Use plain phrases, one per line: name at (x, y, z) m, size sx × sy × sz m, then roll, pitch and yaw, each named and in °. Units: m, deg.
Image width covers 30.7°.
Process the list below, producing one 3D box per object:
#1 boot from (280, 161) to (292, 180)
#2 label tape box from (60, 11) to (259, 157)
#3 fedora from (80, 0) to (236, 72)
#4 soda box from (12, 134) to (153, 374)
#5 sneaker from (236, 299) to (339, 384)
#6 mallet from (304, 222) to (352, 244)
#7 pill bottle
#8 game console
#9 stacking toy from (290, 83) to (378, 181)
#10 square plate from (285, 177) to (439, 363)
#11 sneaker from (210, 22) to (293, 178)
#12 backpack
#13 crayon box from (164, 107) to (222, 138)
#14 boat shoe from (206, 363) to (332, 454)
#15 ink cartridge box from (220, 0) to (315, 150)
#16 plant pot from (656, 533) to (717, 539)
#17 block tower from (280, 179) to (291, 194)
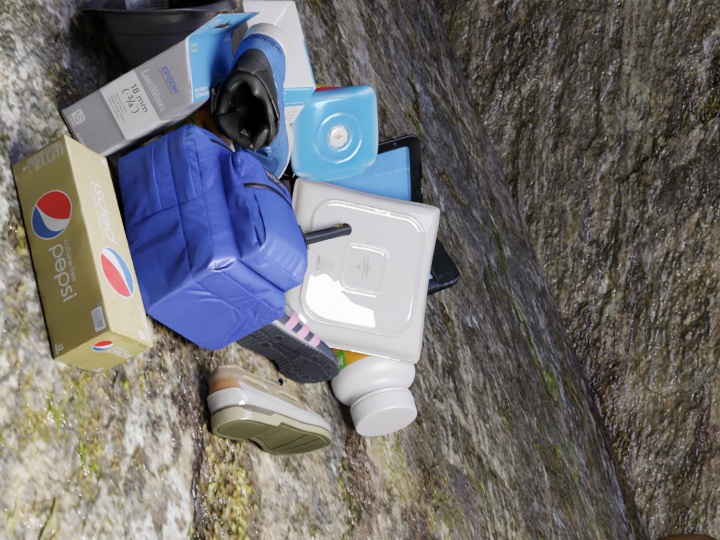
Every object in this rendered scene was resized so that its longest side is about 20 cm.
boot at (-0.144, -0.211, 1.695) m, size 0.201 × 0.072 × 0.144 m, roll 55°, pitch -1°, yaw -22°
label tape box at (-0.193, -0.193, 1.367) m, size 0.064 × 0.198 × 0.144 m, roll 62°, pitch 17°, yaw -5°
fedora at (-0.228, -0.270, 1.507) m, size 0.200 × 0.174 × 0.092 m, roll -89°, pitch 178°, yaw -70°
soda box at (-0.250, -0.015, 1.174) m, size 0.068 × 0.063 × 0.202 m, roll 32°, pitch 37°, yaw -61°
sneaker at (-0.086, 0.067, 1.540) m, size 0.200 × 0.069 × 0.083 m, roll 45°, pitch 29°, yaw -51°
mallet at (-0.096, -0.031, 1.537) m, size 0.199 × 0.065 × 0.042 m, roll -17°, pitch 104°, yaw -47°
pill bottle at (0.008, 0.106, 1.697) m, size 0.111 × 0.110 × 0.202 m, roll 37°, pitch 31°, yaw -56°
game console at (0.022, -0.053, 1.667) m, size 0.177 × 0.198 × 0.117 m, roll 58°, pitch -30°, yaw 25°
stacking toy at (-0.066, -0.194, 1.638) m, size 0.200 × 0.115 × 0.111 m, roll -138°, pitch -138°, yaw -57°
square plate at (0.000, 0.000, 1.619) m, size 0.028 × 0.196 × 0.203 m, roll 167°, pitch -67°, yaw -69°
sneaker at (-0.116, -0.150, 1.392) m, size 0.112 × 0.076 × 0.201 m, roll -69°, pitch 172°, yaw -45°
backpack at (-0.152, -0.047, 1.350) m, size 0.163 × 0.166 × 0.202 m, roll 49°, pitch 17°, yaw -58°
crayon box at (-0.183, -0.142, 1.585) m, size 0.127 × 0.050 × 0.202 m, roll 48°, pitch 23°, yaw -43°
boat shoe at (-0.092, 0.149, 1.398) m, size 0.200 × 0.074 × 0.069 m, roll 34°, pitch 39°, yaw -58°
ink cartridge box at (-0.126, -0.215, 1.539) m, size 0.067 × 0.200 × 0.117 m, roll -6°, pitch 71°, yaw -25°
plant pot at (0.721, 0.677, 2.972) m, size 0.199 × 0.186 × 0.188 m, roll 25°, pitch 40°, yaw -45°
block tower at (-0.117, -0.074, 1.682) m, size 0.058 × 0.054 × 0.200 m, roll 59°, pitch 17°, yaw -12°
